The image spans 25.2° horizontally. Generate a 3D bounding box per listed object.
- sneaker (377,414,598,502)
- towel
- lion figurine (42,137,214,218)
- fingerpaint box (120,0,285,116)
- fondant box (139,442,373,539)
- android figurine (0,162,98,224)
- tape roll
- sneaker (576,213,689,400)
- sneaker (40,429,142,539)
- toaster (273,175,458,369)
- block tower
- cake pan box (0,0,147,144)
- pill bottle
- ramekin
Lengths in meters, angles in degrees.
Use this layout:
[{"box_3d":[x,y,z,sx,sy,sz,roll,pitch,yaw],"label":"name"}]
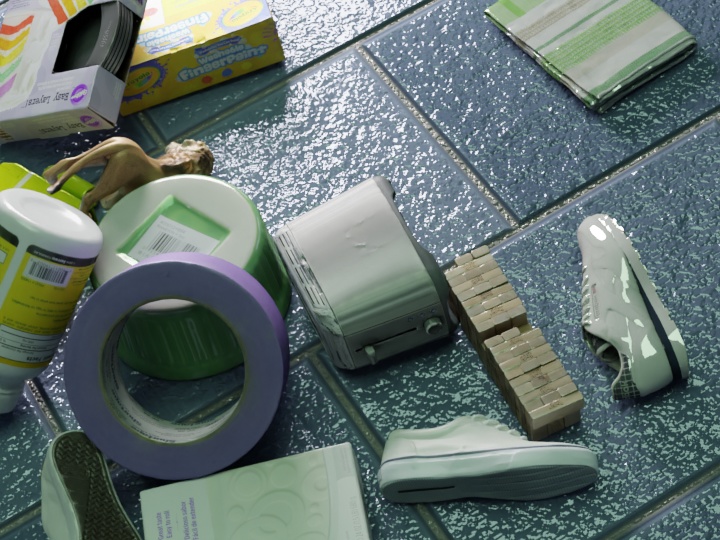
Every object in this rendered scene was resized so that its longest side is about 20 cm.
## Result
[{"box_3d":[0.113,0.163,1.448,0.199,0.073,0.071,-3,57,9],"label":"sneaker"},{"box_3d":[0.252,-0.264,1.771,0.149,0.031,0.200,-31,52,-16],"label":"towel"},{"box_3d":[-0.231,-0.098,1.653,0.122,0.200,0.073,-37,76,12],"label":"lion figurine"},{"box_3d":[-0.204,-0.285,1.838,0.199,0.073,0.167,-20,52,-2],"label":"fingerpaint box"},{"box_3d":[-0.088,0.248,1.433,0.199,0.058,0.145,-14,53,2],"label":"fondant box"},{"box_3d":[-0.365,-0.042,1.710,0.199,0.041,0.182,26,63,26],"label":"android figurine"},{"box_3d":[-0.166,0.085,1.481,0.199,0.085,0.201,0,96,1],"label":"tape roll"},{"box_3d":[0.239,0.030,1.527,0.080,0.076,0.200,-24,51,4],"label":"sneaker"},{"box_3d":[-0.243,0.251,1.465,0.073,0.085,0.201,-7,68,-29],"label":"sneaker"},{"box_3d":[0.000,0.000,1.566,0.129,0.114,0.200,-25,55,-5],"label":"toaster"},{"box_3d":[0.142,0.071,1.523,0.054,0.058,0.200,-24,51,-7],"label":"block tower"},{"box_3d":[-0.326,-0.238,1.775,0.199,0.052,0.185,-2,68,37],"label":"cake pan box"},{"box_3d":[-0.335,0.032,1.554,0.112,0.112,0.201,36,107,31],"label":"pill bottle"},{"box_3d":[-0.175,0.000,1.606,0.199,0.098,0.201,-5,53,7],"label":"ramekin"}]
